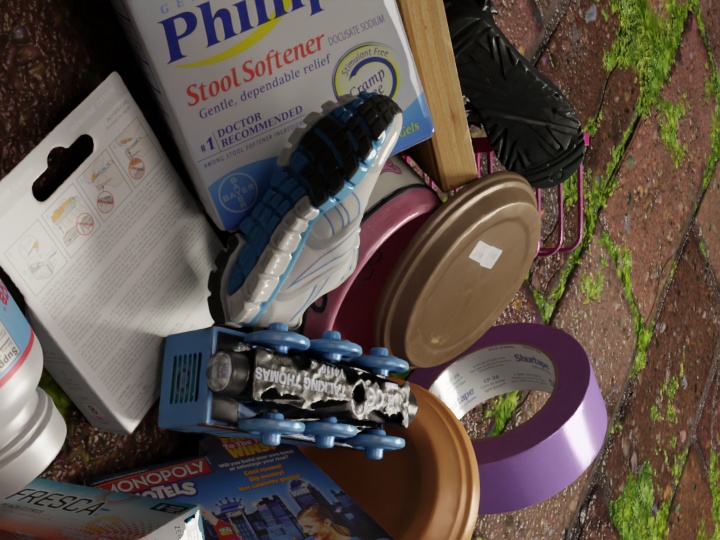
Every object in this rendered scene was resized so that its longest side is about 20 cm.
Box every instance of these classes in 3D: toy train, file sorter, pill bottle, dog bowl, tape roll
[{"bbox_3d":[-0.048,0.090,0.802,0.199,0.114,0.087,17,71,-45],"label":"toy train"},{"bbox_3d":[0.125,-0.070,1.092,0.199,0.138,0.126,-11,101,-52],"label":"file sorter"},{"bbox_3d":[-0.252,0.036,0.623,0.109,0.108,0.201,-50,128,-39],"label":"pill bottle"},{"bbox_3d":[0.000,0.000,0.907,0.200,0.074,0.201,-41,151,-29],"label":"dog bowl"},{"bbox_3d":[0.134,0.139,1.055,0.200,0.199,0.066,-52,128,-38],"label":"tape roll"}]

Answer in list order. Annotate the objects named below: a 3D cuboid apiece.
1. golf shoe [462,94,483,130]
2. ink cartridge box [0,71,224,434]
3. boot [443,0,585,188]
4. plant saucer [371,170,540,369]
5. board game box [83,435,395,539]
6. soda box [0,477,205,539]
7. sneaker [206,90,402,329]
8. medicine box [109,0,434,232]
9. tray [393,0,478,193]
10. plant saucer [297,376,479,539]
[{"bbox_3d":[0.084,-0.196,1.107,0.199,0.077,0.089,-1,71,-55],"label":"golf shoe"},{"bbox_3d":[-0.180,-0.011,0.770,0.163,0.057,0.201,-56,128,-36],"label":"ink cartridge box"},{"bbox_3d":[0.118,-0.187,0.961,0.200,0.076,0.169,44,24,-31],"label":"boot"},{"bbox_3d":[0.089,0.007,0.934,0.200,0.029,0.201,-34,146,-27],"label":"plant saucer"},{"bbox_3d":[-0.094,0.187,0.800,0.199,0.200,0.062,-7,126,-30],"label":"board game box"},{"bbox_3d":[-0.182,0.167,0.642,0.068,0.199,0.064,-20,106,-52],"label":"soda box"},{"bbox_3d":[-0.026,-0.037,0.775,0.086,0.075,0.200,19,118,-41],"label":"sneaker"},{"bbox_3d":[-0.068,-0.163,0.800,0.181,0.103,0.201,-26,116,-11],"label":"medicine box"},{"bbox_3d":[0.040,-0.169,0.857,0.037,0.099,0.201,-24,127,-9],"label":"tray"},{"bbox_3d":[-0.003,0.177,0.873,0.037,0.199,0.201,44,57,-55],"label":"plant saucer"}]
